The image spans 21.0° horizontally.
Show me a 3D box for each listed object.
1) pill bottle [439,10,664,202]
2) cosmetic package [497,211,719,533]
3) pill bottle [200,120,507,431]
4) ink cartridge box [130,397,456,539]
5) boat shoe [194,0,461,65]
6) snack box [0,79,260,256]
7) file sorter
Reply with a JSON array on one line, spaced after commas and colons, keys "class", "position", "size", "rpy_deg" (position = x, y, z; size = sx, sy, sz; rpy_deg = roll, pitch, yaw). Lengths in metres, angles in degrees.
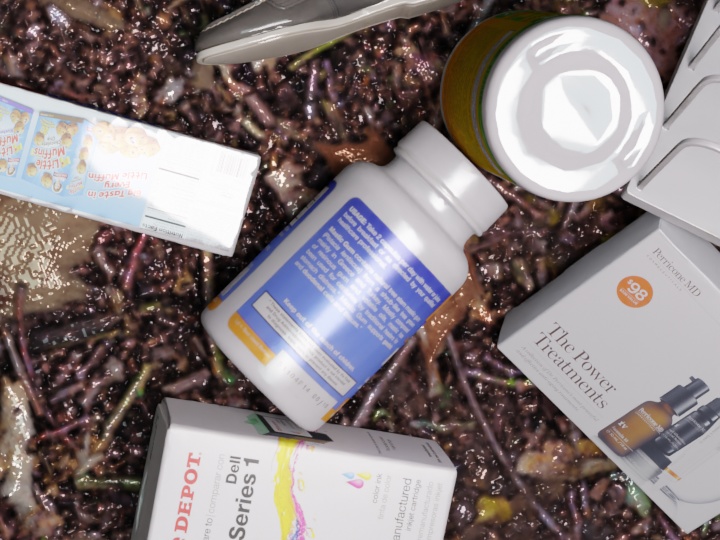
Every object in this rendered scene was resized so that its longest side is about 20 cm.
[{"class": "pill bottle", "position": [0.112, -0.110, 1.236], "size": [0.111, 0.200, 0.111], "rpy_deg": [-1, 99, -9]}, {"class": "cosmetic package", "position": [0.216, 0.068, 1.325], "size": [0.200, 0.052, 0.151], "rpy_deg": [44, 119, -13]}, {"class": "pill bottle", "position": [0.000, 0.000, 1.282], "size": [0.200, 0.112, 0.112], "rpy_deg": [-44, 103, 0]}, {"class": "ink cartridge box", "position": [-0.051, 0.178, 1.317], "size": [0.199, 0.084, 0.145], "rpy_deg": [10, 98, -10]}, {"class": "boat shoe", "position": [-0.019, -0.184, 1.278], "size": [0.200, 0.067, 0.057], "rpy_deg": [-16, 86, -11]}, {"class": "snack box", "position": [-0.171, -0.070, 1.288], "size": [0.199, 0.024, 0.072], "rpy_deg": [15, 97, -11]}, {"class": "file sorter", "position": [0.279, -0.118, 1.230], "size": [0.139, 0.125, 0.200], "rpy_deg": [26, 74, -1]}]
